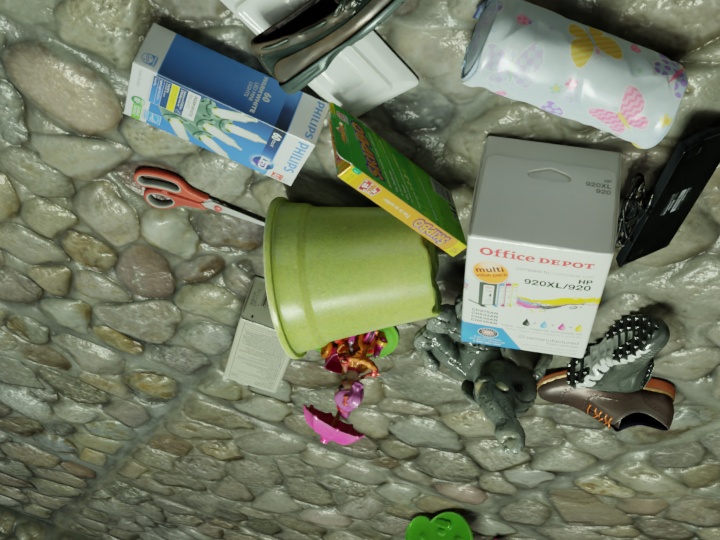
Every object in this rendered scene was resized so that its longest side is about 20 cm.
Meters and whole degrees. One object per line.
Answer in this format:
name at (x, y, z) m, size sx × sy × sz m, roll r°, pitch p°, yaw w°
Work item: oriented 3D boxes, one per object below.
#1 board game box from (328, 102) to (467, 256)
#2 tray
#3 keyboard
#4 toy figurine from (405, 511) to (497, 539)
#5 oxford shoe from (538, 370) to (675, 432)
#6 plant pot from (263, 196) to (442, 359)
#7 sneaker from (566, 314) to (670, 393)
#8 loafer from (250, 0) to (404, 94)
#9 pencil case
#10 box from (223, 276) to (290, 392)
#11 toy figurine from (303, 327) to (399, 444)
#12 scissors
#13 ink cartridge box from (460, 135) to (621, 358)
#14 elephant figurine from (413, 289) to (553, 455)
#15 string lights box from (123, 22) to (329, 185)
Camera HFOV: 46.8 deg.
board game box at (0.036, -0.097, 0.895) m, size 0.030 × 0.096 × 0.200 m, roll -36°, pitch 130°, yaw 25°
tray at (-0.043, -0.226, 0.832) m, size 0.107 × 0.022 × 0.200 m, roll -20°, pitch 133°, yaw 40°
keyboard at (0.315, -0.082, 0.880) m, size 0.104 × 0.040 × 0.200 m, roll -20°, pitch 148°, yaw -19°
toy figurine at (0.225, 0.615, 1.812) m, size 0.184 × 0.150 × 0.200 m, roll 30°, pitch 165°, yaw -35°
oxford shoe at (0.356, 0.193, 1.221) m, size 0.200 × 0.073 × 0.071 m, roll 3°, pitch 144°, yaw 17°
plant pot at (0.000, 0.000, 1.004) m, size 0.184 × 0.201 × 0.201 m, roll -6°, pitch 141°, yaw 9°
sneaker at (0.367, 0.118, 1.126) m, size 0.090 × 0.067 × 0.200 m, roll 19°, pitch 149°, yaw -11°
loafer at (-0.020, -0.237, 0.748) m, size 0.063 × 0.072 × 0.200 m, roll 39°, pitch 125°, yaw -24°
pencil case at (0.192, -0.178, 0.760) m, size 0.200 × 0.083 × 0.091 m, roll 18°, pitch 149°, yaw -5°
box at (-0.145, 0.103, 1.273) m, size 0.095 × 0.078 × 0.200 m, roll 19°, pitch 145°, yaw -7°
toy figurine at (-0.014, 0.156, 1.199) m, size 0.150 × 0.184 × 0.200 m, roll 20°, pitch 142°, yaw -17°
scissors at (-0.196, -0.090, 1.081) m, size 0.200 × 0.014 × 0.073 m, roll 13°, pitch 143°, yaw 4°
ink cartridge box at (0.193, -0.023, 0.920) m, size 0.147 × 0.145 × 0.200 m, roll 8°, pitch 144°, yaw 10°
elephant figurine at (0.170, 0.129, 1.042) m, size 0.200 × 0.155 × 0.142 m, roll 47°, pitch 163°, yaw 24°
string lights box at (-0.145, -0.175, 0.897) m, size 0.200 × 0.059 × 0.103 m, roll 23°, pitch 154°, yaw -11°
